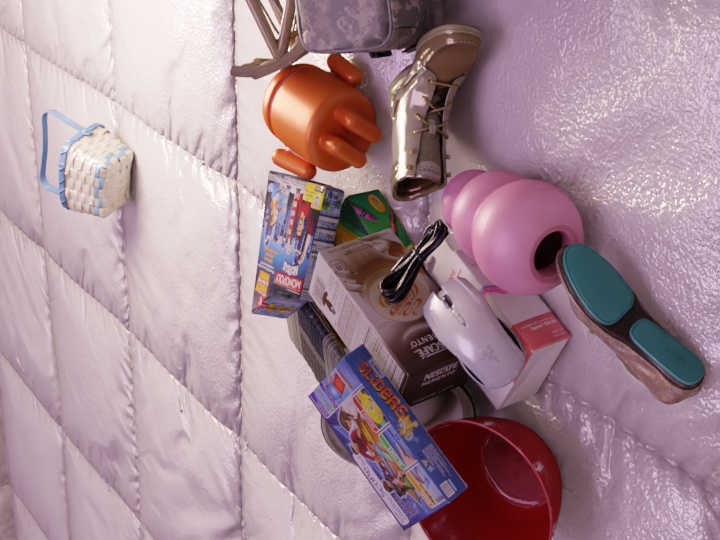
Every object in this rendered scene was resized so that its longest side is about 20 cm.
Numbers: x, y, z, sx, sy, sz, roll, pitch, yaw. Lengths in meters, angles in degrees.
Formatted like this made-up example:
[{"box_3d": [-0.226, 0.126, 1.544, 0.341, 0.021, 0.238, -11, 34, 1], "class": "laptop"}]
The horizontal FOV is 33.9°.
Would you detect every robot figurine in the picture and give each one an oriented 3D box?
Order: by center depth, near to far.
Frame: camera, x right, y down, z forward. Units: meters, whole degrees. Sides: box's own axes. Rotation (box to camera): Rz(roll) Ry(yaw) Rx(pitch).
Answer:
[{"box_3d": [-0.058, -0.205, 1.583, 0.200, 0.116, 0.145, 38, 137, 44], "class": "robot figurine"}]

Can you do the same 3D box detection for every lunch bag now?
[{"box_3d": [0.014, -0.349, 1.371, 0.138, 0.167, 0.203, 0, 103, 34], "class": "lunch bag"}]

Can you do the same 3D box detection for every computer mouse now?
[{"box_3d": [0.109, 0.045, 1.334, 0.200, 0.110, 0.044, 49, -175, 24], "class": "computer mouse"}]

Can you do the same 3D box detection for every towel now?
[{"box_3d": [-0.060, 0.109, 1.753, 0.193, 0.034, 0.201, 55, 163, 28], "class": "towel"}]

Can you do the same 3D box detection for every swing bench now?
[{"box_3d": [-0.102, -0.354, 1.502, 0.199, 0.128, 0.203, -78, -19, -76], "class": "swing bench"}]

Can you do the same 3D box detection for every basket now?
[{"box_3d": [-0.545, -0.202, 2.306, 0.198, 0.139, 0.178, 25, 129, 14], "class": "basket"}]

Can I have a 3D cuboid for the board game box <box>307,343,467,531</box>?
[{"box_3d": [0.027, 0.197, 1.377, 0.201, 0.034, 0.135, 54, 148, 8], "class": "board game box"}]

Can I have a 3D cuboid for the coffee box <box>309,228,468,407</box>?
[{"box_3d": [0.039, 0.057, 1.417, 0.201, 0.113, 0.080, 52, 146, 29], "class": "coffee box"}]

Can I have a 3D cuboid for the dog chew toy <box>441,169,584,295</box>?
[{"box_3d": [0.158, -0.054, 1.313, 0.200, 0.123, 0.126, 39, 134, 54], "class": "dog chew toy"}]

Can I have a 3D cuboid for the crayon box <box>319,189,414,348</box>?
[{"box_3d": [0.000, 0.000, 1.632, 0.119, 0.058, 0.201, 58, 144, 26], "class": "crayon box"}]

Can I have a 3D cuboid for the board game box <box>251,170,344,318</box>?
[{"box_3d": [-0.086, -0.023, 1.620, 0.200, 0.061, 0.203, 24, 103, 62], "class": "board game box"}]

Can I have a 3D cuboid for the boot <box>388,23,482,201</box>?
[{"box_3d": [0.084, -0.179, 1.364, 0.200, 0.071, 0.157, 137, 139, -61], "class": "boot"}]

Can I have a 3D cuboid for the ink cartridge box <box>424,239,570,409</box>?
[{"box_3d": [0.149, 0.048, 1.411, 0.201, 0.067, 0.117, 54, 143, 28], "class": "ink cartridge box"}]

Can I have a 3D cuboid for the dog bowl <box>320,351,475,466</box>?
[{"box_3d": [0.047, 0.168, 1.519, 0.074, 0.197, 0.202, -92, 14, -49], "class": "dog bowl"}]

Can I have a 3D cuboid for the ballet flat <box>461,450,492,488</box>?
[{"box_3d": [0.143, 0.310, 1.531, 0.069, 0.069, 0.203, 24, 122, 51], "class": "ballet flat"}]

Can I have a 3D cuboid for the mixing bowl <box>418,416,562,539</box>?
[{"box_3d": [0.166, 0.254, 1.410, 0.198, 0.108, 0.203, 15, 115, 35], "class": "mixing bowl"}]

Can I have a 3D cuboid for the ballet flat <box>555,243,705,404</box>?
[{"box_3d": [0.266, 0.061, 1.218, 0.201, 0.068, 0.067, 51, 153, 18], "class": "ballet flat"}]
